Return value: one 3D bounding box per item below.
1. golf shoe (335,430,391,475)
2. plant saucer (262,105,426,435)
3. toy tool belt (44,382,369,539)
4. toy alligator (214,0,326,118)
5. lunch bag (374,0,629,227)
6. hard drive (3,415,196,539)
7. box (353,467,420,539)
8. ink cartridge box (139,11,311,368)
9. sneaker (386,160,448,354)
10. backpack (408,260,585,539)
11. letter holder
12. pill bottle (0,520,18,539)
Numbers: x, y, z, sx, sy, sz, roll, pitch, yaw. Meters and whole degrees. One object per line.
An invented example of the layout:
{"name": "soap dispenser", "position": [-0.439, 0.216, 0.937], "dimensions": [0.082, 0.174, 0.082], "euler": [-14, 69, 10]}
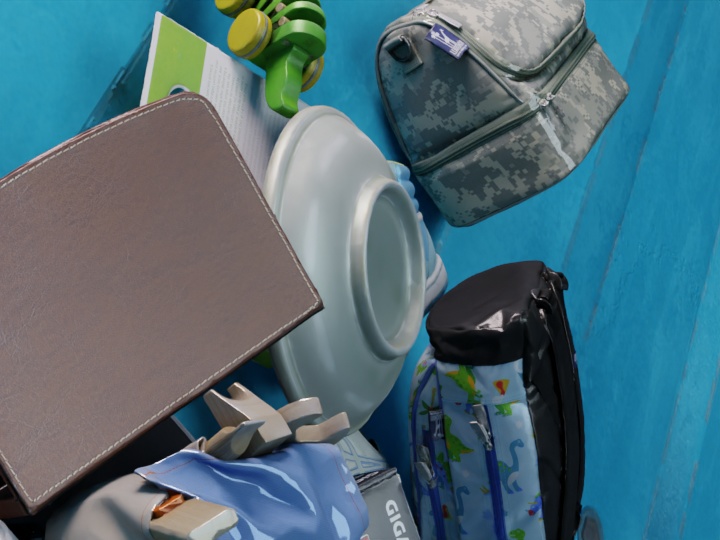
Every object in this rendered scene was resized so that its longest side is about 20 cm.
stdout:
{"name": "golf shoe", "position": [-0.036, 0.128, 1.127], "dimensions": [0.200, 0.078, 0.098], "euler": [41, 32, -54]}
{"name": "plant saucer", "position": [0.000, 0.000, 1.041], "dimensions": [0.200, 0.050, 0.203], "euler": [-2, 90, -68]}
{"name": "toy tool belt", "position": [-0.050, 0.120, 0.851], "dimensions": [0.199, 0.123, 0.126], "euler": [-20, 78, -53]}
{"name": "toy alligator", "position": [-0.055, -0.176, 1.089], "dimensions": [0.059, 0.054, 0.201], "euler": [30, 29, -39]}
{"name": "lunch bag", "position": [0.104, -0.153, 1.356], "dimensions": [0.169, 0.139, 0.200], "euler": [55, 37, -10]}
{"name": "hard drive", "position": [-0.123, 0.153, 0.987], "dimensions": [0.201, 0.042, 0.136], "euler": [58, 38, -33]}
{"name": "box", "position": [-0.015, 0.236, 0.980], "dimensions": [0.158, 0.046, 0.202], "euler": [-21, 94, -38]}
{"name": "ink cartridge box", "position": [-0.087, -0.046, 1.069], "dimensions": [0.199, 0.075, 0.149], "euler": [31, 57, -42]}
{"name": "sneaker", "position": [-0.007, -0.007, 1.185], "dimensions": [0.200, 0.079, 0.132], "euler": [-55, 130, -61]}
{"name": "backpack", "position": [0.096, 0.115, 1.195], "dimensions": [0.163, 0.152, 0.202], "euler": [-57, 127, -72]}
{"name": "letter holder", "position": [-0.145, 0.013, 0.879], "dimensions": [0.199, 0.100, 0.143], "euler": [-35, 101, -33]}
{"name": "pill bottle", "position": [-0.234, 0.094, 0.752], "dimensions": [0.201, 0.115, 0.116], "euler": [58, 38, -33]}
